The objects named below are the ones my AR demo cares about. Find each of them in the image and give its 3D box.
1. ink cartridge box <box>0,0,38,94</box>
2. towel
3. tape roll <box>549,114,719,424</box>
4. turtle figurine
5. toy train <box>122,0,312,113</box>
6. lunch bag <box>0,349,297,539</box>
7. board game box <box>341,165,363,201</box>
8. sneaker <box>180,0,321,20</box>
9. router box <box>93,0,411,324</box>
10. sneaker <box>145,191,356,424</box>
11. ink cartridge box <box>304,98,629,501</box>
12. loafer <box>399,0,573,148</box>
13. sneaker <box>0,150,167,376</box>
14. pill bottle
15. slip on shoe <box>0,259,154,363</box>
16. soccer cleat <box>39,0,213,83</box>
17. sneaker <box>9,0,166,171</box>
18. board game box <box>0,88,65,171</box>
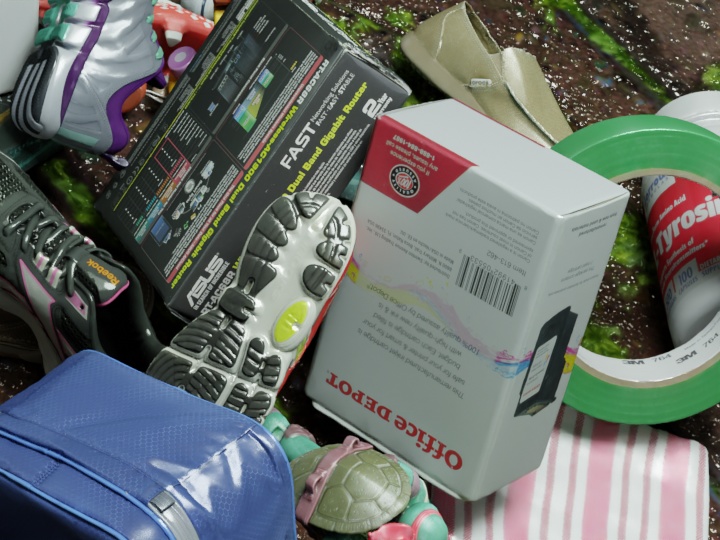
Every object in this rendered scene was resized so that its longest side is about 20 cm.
[{"bbox_3d":[-0.329,-0.186,1.356,0.145,0.085,0.200,-22,45,-36],"label":"ink cartridge box"},{"bbox_3d":[0.139,0.147,1.328,0.198,0.030,0.147,17,47,-8],"label":"towel"},{"bbox_3d":[0.187,0.000,1.339,0.199,0.202,0.048,15,14,-9],"label":"tape roll"},{"bbox_3d":[-0.011,0.144,1.197,0.199,0.101,0.149,23,36,30],"label":"turtle figurine"},{"bbox_3d":[-0.121,-0.151,1.393,0.150,0.200,0.056,27,41,-33],"label":"toy train"},{"bbox_3d":[-0.147,0.143,1.120,0.199,0.137,0.132,18,37,34],"label":"lunch bag"},{"bbox_3d":[0.030,-0.066,1.420,0.199,0.028,0.135,21,17,-4],"label":"board game box"},{"bbox_3d":[-0.056,-0.237,1.555,0.071,0.073,0.200,37,47,16],"label":"sneaker"},{"bbox_3d":[-0.073,-0.077,1.294,0.062,0.201,0.150,29,11,-36],"label":"router box"},{"bbox_3d":[-0.062,0.047,1.215,0.077,0.085,0.200,36,86,12],"label":"sneaker"},{"bbox_3d":[0.061,0.017,1.252,0.145,0.201,0.083,31,29,29],"label":"ink cartridge box"},{"bbox_3d":[0.114,-0.130,1.517,0.200,0.068,0.076,43,13,17],"label":"loafer"},{"bbox_3d":[-0.176,0.002,1.228,0.200,0.086,0.080,52,52,-16],"label":"sneaker"},{"bbox_3d":[0.266,-0.031,1.477,0.111,0.113,0.201,8,48,-15],"label":"pill bottle"},{"bbox_3d":[-0.224,0.011,1.278,0.198,0.061,0.076,2,50,-20],"label":"slip on shoe"},{"bbox_3d":[-0.178,-0.187,1.468,0.198,0.069,0.086,9,52,-8],"label":"soccer cleat"},{"bbox_3d":[-0.158,-0.169,1.334,0.087,0.074,0.201,26,81,-29],"label":"sneaker"},{"bbox_3d":[-0.281,-0.093,1.332,0.135,0.028,0.200,24,37,23],"label":"board game box"}]
